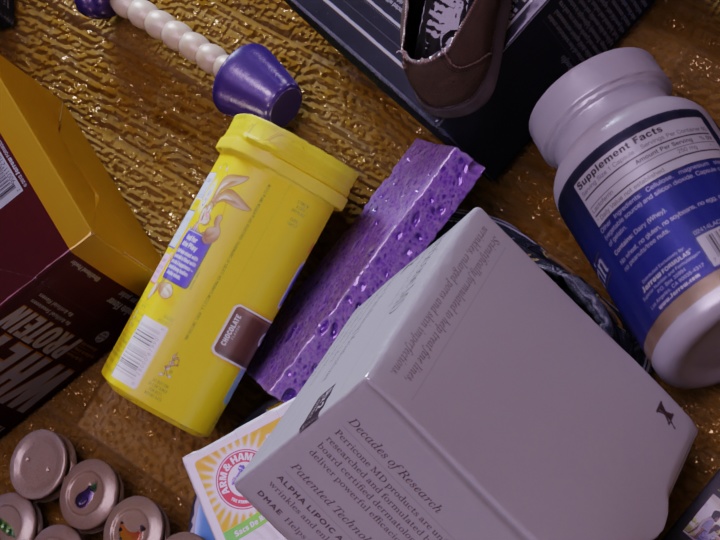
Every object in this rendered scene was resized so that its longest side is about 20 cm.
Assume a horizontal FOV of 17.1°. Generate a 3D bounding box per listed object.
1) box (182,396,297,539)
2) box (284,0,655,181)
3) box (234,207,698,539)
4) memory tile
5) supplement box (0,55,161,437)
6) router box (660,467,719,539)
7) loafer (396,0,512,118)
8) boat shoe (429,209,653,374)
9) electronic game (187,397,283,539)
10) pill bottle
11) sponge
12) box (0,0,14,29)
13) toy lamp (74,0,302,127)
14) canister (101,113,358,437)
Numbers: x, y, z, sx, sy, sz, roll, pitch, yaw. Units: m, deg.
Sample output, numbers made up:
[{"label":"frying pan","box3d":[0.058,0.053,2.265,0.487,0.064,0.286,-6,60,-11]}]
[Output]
[{"label":"box","box3d":[-0.013,0.185,1.479,0.112,0.101,0.200,-27,71,9]},{"label":"box","box3d":[0.070,-0.204,1.607,0.198,0.123,0.200,-47,62,1]},{"label":"box","box3d":[0.067,0.108,1.398,0.200,0.199,0.131,45,127,-7]},{"label":"memory tile","box3d":[-0.192,0.209,1.621,0.200,0.017,0.154,31,92,36]},{"label":"supplement box","box3d":[-0.274,-0.013,1.688,0.200,0.133,0.197,-38,62,8]},{"label":"router box","box3d":[0.276,0.198,1.414,0.200,0.051,0.149,39,89,30]},{"label":"loafer","box3d":[0.064,-0.199,1.499,0.073,0.071,0.201,-2,73,22]},{"label":"boat shoe","box3d":[0.098,0.008,1.538,0.200,0.091,0.071,33,87,30]},{"label":"electronic game","box3d":[-0.022,0.169,1.564,0.199,0.042,0.201,-8,69,21]},{"label":"pill bottle","box3d":[0.191,-0.036,1.498,0.116,0.116,0.200,-34,61,10]},{"label":"sponge","box3d":[0.000,0.000,1.576,0.030,0.112,0.200,37,89,-14]},{"label":"box","box3d":[-0.390,-0.251,1.786,0.196,0.200,0.118,-11,68,20]},{"label":"toy lamp","box3d":[-0.121,-0.162,1.718,0.200,0.058,0.058,37,89,31]},{"label":"canister","box3d":[-0.091,0.003,1.596,0.086,0.149,0.200,29,88,-10]}]
